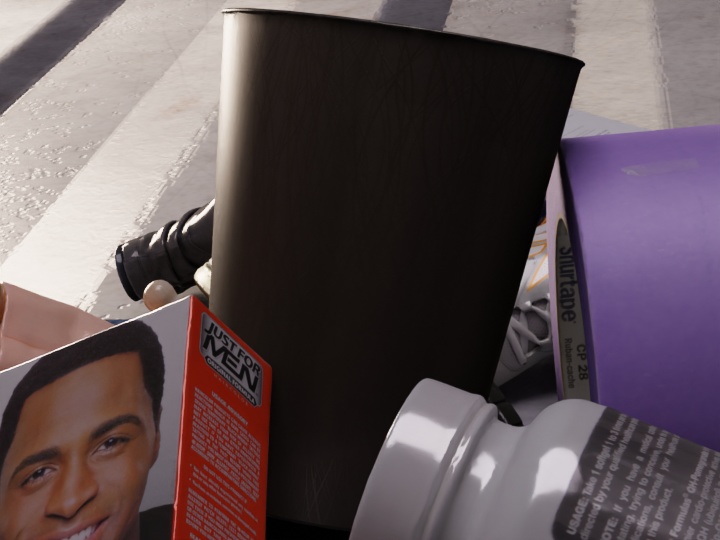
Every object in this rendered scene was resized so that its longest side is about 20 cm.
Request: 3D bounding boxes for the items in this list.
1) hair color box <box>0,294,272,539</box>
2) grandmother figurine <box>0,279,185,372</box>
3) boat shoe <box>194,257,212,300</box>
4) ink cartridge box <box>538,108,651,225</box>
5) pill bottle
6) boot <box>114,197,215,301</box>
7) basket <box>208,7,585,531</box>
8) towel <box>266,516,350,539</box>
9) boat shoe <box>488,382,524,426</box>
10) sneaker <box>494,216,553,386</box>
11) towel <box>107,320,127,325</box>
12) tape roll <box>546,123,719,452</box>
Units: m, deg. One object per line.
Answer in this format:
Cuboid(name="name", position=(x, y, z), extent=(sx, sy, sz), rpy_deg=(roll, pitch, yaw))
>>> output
Cuboid(name="hair color box", position=(-0.090, 0.118, 0.679), extent=(0.101, 0.061, 0.201), rpy_deg=(-22, 46, 24))
Cuboid(name="grandmother figurine", position=(-0.093, 0.058, 0.858), extent=(0.199, 0.122, 0.060), rpy_deg=(25, -34, -23))
Cuboid(name="boat shoe", position=(-0.039, 0.012, 0.981), extent=(0.066, 0.072, 0.201), rpy_deg=(-47, 12, -2))
Cuboid(name="ink cartridge box", position=(0.060, -0.075, 1.187), extent=(0.199, 0.041, 0.199), rpy_deg=(21, 27, 29))
Cuboid(name="pill bottle", position=(0.099, 0.113, 0.662), extent=(0.198, 0.112, 0.111), rpy_deg=(22, 26, 12))
Cuboid(name="boot", position=(-0.068, -0.025, 1.224), extent=(0.131, 0.070, 0.199), rpy_deg=(-23, -14, 26))
Cuboid(name="basket", position=(0.000, 0.000, 0.791), extent=(0.135, 0.202, 0.180), rpy_deg=(6, 6, -39))
Cuboid(name="towel", position=(0.000, 0.147, 0.740), extent=(0.111, 0.049, 0.200), rpy_deg=(7, 15, -18))
Cuboid(name="boat shoe", position=(0.031, 0.078, 0.926), extent=(0.075, 0.074, 0.201), rpy_deg=(29, 24, -28))
Cuboid(name="sneaker", position=(0.114, 0.010, 1.029), extent=(0.200, 0.076, 0.092), rpy_deg=(-37, 28, -27))
Cuboid(name="towel", position=(-0.135, 0.084, 0.959), extent=(0.110, 0.049, 0.200), rpy_deg=(-1, 22, 7))
Cuboid(name="tape roll", position=(0.132, 0.040, 0.805), extent=(0.084, 0.202, 0.200), rpy_deg=(-6, 20, 2))
